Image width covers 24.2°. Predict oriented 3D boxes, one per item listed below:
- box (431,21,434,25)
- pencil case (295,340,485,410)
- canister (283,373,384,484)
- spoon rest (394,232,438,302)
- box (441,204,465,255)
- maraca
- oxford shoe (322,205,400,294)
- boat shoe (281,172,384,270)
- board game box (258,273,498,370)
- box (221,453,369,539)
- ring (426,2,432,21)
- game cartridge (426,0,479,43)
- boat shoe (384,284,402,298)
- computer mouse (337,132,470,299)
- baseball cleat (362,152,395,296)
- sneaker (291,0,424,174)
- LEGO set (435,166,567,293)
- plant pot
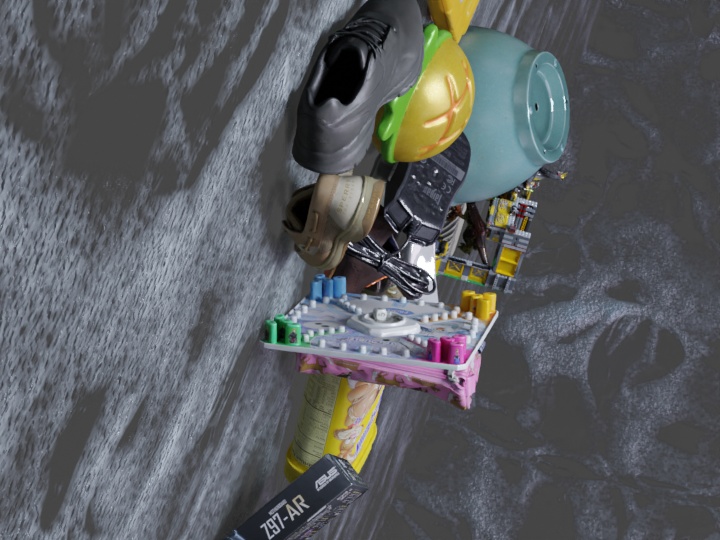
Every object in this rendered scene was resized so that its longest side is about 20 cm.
[{"bbox_3d":[0.081,-0.206,1.947,0.121,0.032,0.201,-56,164,-56],"label":"box"},{"bbox_3d":[0.027,0.087,1.749,0.087,0.198,0.083,98,5,-58],"label":"pencil case"},{"bbox_3d":[-0.019,0.145,1.971,0.149,0.086,0.201,-56,163,-55],"label":"canister"},{"bbox_3d":[0.061,0.027,1.839,0.099,0.060,0.201,-55,155,-58],"label":"spoon rest"},{"bbox_3d":[0.104,-0.108,2.160,0.068,0.082,0.201,-53,161,-57],"label":"box"},{"bbox_3d":[0.052,-0.168,1.591,0.200,0.106,0.138,19,93,-81],"label":"maraca"},{"bbox_3d":[0.000,0.000,1.781,0.200,0.072,0.071,98,16,-56],"label":"oxford shoe"},{"bbox_3d":[-0.035,-0.052,1.484,0.200,0.064,0.072,140,-34,-70],"label":"boat shoe"},{"bbox_3d":[0.023,0.047,1.641,0.200,0.198,0.026,-45,139,-70],"label":"board game box"},{"bbox_3d":[-0.072,0.270,1.830,0.160,0.044,0.200,-40,170,0],"label":"box"},{"bbox_3d":[0.116,-0.366,1.828,0.200,0.019,0.202,22,90,-81],"label":"ring"},{"bbox_3d":[0.110,-0.347,1.703,0.200,0.032,0.177,57,53,-67],"label":"game cartridge"},{"bbox_3d":[0.029,-0.002,1.993,0.068,0.074,0.202,-40,140,-70],"label":"boat shoe"},{"bbox_3d":[0.032,-0.080,1.689,0.046,0.140,0.201,-21,-134,54],"label":"computer mouse"},{"bbox_3d":[0.030,-0.073,1.884,0.107,0.069,0.201,-99,-151,-75],"label":"baseball cleat"},{"bbox_3d":[0.003,-0.175,1.406,0.091,0.075,0.201,88,21,-53],"label":"sneaker"},{"bbox_3d":[0.141,-0.077,1.932,0.116,0.153,0.201,104,11,-48],"label":"LEGO set"},{"bbox_3d":[0.145,-0.172,1.814,0.200,0.133,0.202,6,84,-60],"label":"plant pot"}]
